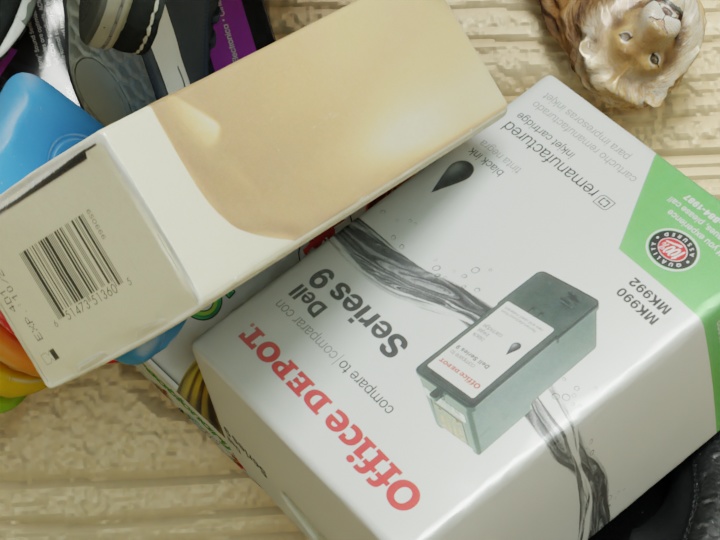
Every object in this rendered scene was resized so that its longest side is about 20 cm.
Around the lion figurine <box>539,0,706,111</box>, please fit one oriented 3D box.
[{"bbox_3d":[0.087,-0.166,0.961,0.199,0.072,0.123,32,84,18],"label":"lion figurine"}]

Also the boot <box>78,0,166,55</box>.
[{"bbox_3d":[-0.012,-0.148,0.765,0.153,0.073,0.205,23,60,-13],"label":"boot"}]

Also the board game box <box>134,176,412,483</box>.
[{"bbox_3d":[0.000,0.000,0.904,0.126,0.035,0.200,44,77,-14],"label":"board game box"}]

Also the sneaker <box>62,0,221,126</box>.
[{"bbox_3d":[-0.061,-0.139,0.869,0.077,0.203,0.146,25,47,39],"label":"sneaker"}]

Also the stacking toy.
[{"bbox_3d":[-0.169,0.025,0.852,0.110,0.116,0.200,41,120,-20],"label":"stacking toy"}]

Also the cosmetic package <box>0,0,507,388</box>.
[{"bbox_3d":[-0.044,-0.040,0.775,0.200,0.105,0.071,-34,95,-47],"label":"cosmetic package"}]

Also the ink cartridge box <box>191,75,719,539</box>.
[{"bbox_3d":[0.054,0.036,0.821,0.200,0.084,0.146,-37,53,-16],"label":"ink cartridge box"}]

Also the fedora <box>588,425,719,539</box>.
[{"bbox_3d":[0.084,0.136,0.855,0.199,0.092,0.201,-15,39,12],"label":"fedora"}]

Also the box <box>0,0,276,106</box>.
[{"bbox_3d":[-0.133,-0.073,0.932,0.199,0.036,0.144,-15,79,-9],"label":"box"}]

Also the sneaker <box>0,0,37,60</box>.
[{"bbox_3d":[-0.189,-0.178,0.895,0.075,0.088,0.201,-9,55,12],"label":"sneaker"}]
